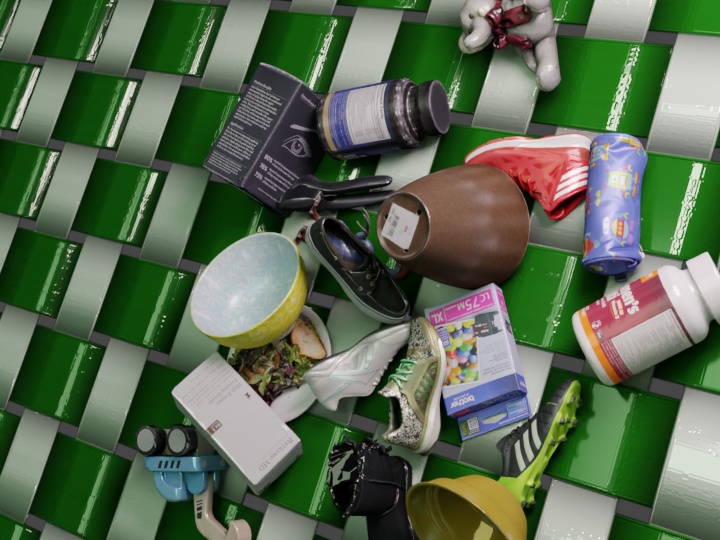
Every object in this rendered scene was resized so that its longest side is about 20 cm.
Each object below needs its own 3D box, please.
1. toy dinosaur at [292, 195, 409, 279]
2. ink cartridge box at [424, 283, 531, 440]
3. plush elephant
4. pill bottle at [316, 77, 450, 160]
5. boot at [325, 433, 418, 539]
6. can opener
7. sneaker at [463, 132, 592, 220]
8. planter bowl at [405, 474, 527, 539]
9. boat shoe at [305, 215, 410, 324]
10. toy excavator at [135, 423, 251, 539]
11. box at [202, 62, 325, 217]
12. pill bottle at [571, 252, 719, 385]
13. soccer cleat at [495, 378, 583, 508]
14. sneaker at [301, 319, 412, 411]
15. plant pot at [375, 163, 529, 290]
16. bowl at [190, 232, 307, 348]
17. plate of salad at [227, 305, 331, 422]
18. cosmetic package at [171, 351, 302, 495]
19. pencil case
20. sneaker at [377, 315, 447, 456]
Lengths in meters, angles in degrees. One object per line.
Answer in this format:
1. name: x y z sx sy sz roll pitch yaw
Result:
1. toy dinosaur: -0.007 -0.042 1.759 0.180 0.200 0.106 29 91 -5
2. ink cartridge box: 0.169 0.132 1.615 0.118 0.042 0.203 -22 65 22
3. plush elephant: 0.217 -0.383 1.700 0.152 0.166 0.201 -8 40 12
4. pill bottle: 0.038 -0.244 1.775 0.197 0.112 0.114 -7 70 26
5. boot: 0.016 0.335 1.555 0.072 0.162 0.201 -10 68 27
6. can opener: -0.034 -0.121 1.807 0.197 0.064 0.079 -3 44 18
7. sneaker: 0.245 -0.132 1.642 0.197 0.078 0.117 -9 68 28
8. planter bowl: 0.162 0.338 1.494 0.199 0.202 0.083 27 51 33
9. boat shoe: 0.000 0.000 1.634 0.200 0.057 0.069 43 61 -5
10. toy excavator: -0.257 0.345 1.758 0.192 0.099 0.203 -4 84 30
11. box: -0.143 -0.215 1.845 0.104 0.148 0.202 28 87 34
12. pill bottle: 0.390 0.062 1.473 0.198 0.109 0.111 -30 61 17
13. soccer cleat: 0.236 0.232 1.528 0.081 0.067 0.202 28 91 35
14. sneaker: 0.013 0.141 1.691 0.199 0.070 0.081 -31 88 9
15. plant pot: 0.113 -0.062 1.587 0.185 0.199 0.190 2 93 37
16. bowl: -0.157 0.051 1.750 0.198 0.108 0.202 -18 46 20
17. plate of salad: -0.138 0.144 1.776 0.197 0.048 0.203 -9 69 26
18. cosmetic package: -0.190 0.235 1.713 0.102 0.074 0.200 -42 72 -17
19. pencil case: 0.359 -0.091 1.562 0.085 0.078 0.203 4 74 9
20. sneaker: 0.070 0.164 1.604 0.077 0.088 0.203 -13 72 59
